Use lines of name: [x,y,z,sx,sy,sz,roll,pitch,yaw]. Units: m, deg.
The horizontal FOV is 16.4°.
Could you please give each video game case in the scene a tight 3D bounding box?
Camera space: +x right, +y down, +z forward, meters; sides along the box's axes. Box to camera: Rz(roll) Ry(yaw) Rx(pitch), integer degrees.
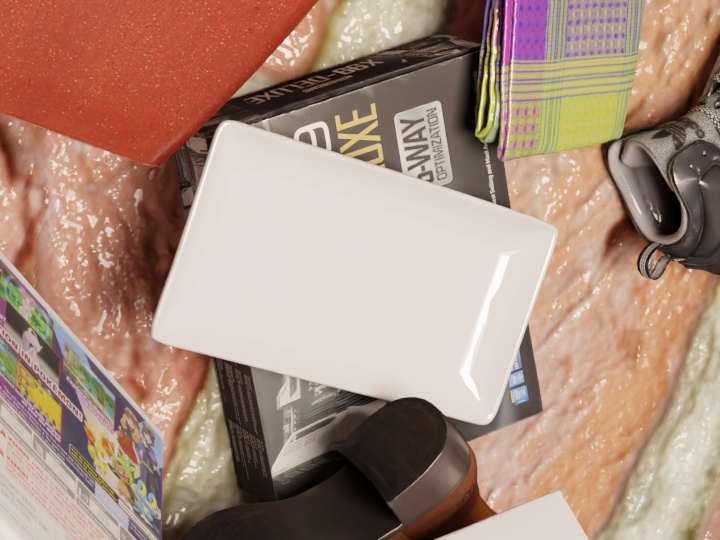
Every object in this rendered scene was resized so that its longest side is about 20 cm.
video game case: [-0.152,0.068,1.095,0.023,0.183,0.200,-30,121,15]

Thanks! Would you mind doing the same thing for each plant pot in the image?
plant pot: [-0.123,-0.160,1.044,0.199,0.200,0.177,19,104,-32]

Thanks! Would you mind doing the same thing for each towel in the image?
towel: [0.103,-0.160,1.236,0.143,0.023,0.201,-12,108,-55]

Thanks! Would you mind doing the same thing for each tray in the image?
tray: [-0.003,0.002,1.189,0.199,0.022,0.108,16,95,-32]

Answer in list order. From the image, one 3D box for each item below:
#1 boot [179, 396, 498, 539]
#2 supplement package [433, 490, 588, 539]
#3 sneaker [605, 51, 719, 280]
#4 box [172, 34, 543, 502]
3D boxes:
boot: [-0.006,0.163,1.251,0.188,0.068,0.200,-42,148,-8]
supplement package: [0.049,0.236,1.193,0.151,0.151,0.200,-20,153,-20]
sneaker: [0.195,-0.086,1.309,0.113,0.075,0.201,-3,107,-32]
box: [0.000,0.000,1.233,0.157,0.050,0.201,-19,112,-24]
